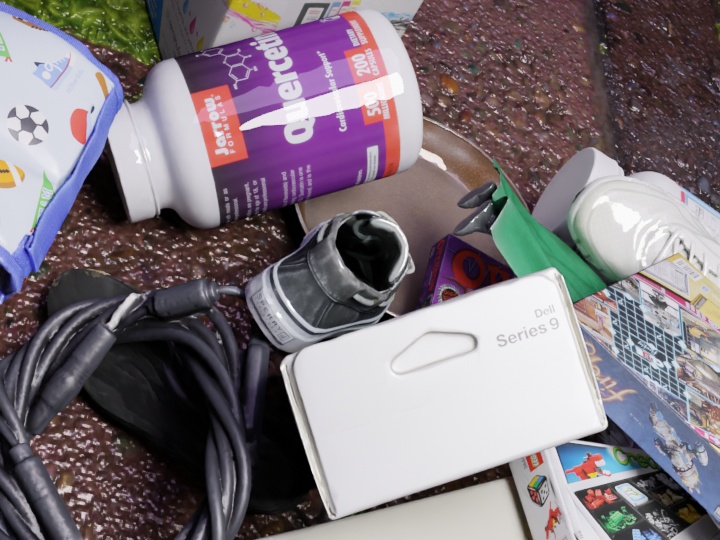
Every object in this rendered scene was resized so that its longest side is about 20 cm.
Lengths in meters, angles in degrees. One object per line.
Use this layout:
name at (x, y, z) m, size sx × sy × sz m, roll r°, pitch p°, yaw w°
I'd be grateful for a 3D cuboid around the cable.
cable at (-0.130, 0.095, 0.670) m, size 0.162 × 0.051 × 0.201 m, roll -1°, pitch 61°, yaw 10°

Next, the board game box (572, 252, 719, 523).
board game box at (0.215, 0.081, 0.725) m, size 0.135 × 0.035 × 0.200 m, roll -19°, pitch 55°, yaw -44°

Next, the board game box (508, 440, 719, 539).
board game box at (0.183, 0.166, 0.725) m, size 0.199 × 0.035 × 0.127 m, roll 13°, pitch 48°, yaw -35°

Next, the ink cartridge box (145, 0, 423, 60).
ink cartridge box at (-0.051, -0.224, 0.903) m, size 0.144 × 0.200 × 0.148 m, roll -1°, pitch 55°, yaw -29°

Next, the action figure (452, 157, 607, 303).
action figure at (0.137, 0.028, 0.833) m, size 0.200 × 0.055 × 0.118 m, roll 49°, pitch 26°, yaw -15°

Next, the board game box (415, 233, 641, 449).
board game box at (0.123, 0.072, 0.863) m, size 0.199 × 0.032 × 0.121 m, roll 28°, pitch 51°, yaw -17°

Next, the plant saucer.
plant saucer at (0.038, -0.034, 0.922) m, size 0.199 × 0.032 × 0.201 m, roll 15°, pitch 50°, yaw -19°

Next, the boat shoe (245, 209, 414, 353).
boat shoe at (0.000, 0.000, 0.760) m, size 0.072 × 0.071 × 0.200 m, roll 59°, pitch 19°, yaw -4°

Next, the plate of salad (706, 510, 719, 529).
plate of salad at (0.274, 0.141, 0.756) m, size 0.199 × 0.048 × 0.201 m, roll 16°, pitch 38°, yaw -13°

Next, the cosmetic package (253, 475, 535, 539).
cosmetic package at (0.019, 0.186, 0.694) m, size 0.199 × 0.104 × 0.088 m, roll -7°, pitch 60°, yaw -31°

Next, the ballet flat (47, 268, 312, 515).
ballet flat at (-0.111, 0.074, 0.754) m, size 0.200 × 0.057 × 0.067 m, roll 42°, pitch 86°, yaw 9°

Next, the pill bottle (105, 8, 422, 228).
pill bottle at (-0.066, -0.096, 0.832) m, size 0.198 × 0.113 × 0.113 m, roll -17°, pitch 63°, yaw -12°

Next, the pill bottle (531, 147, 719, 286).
pill bottle at (0.226, -0.002, 0.935) m, size 0.199 × 0.109 × 0.109 m, roll 33°, pitch 46°, yaw -11°

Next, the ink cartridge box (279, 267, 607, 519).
ink cartridge box at (0.035, 0.066, 0.692) m, size 0.144 × 0.200 × 0.088 m, roll -18°, pitch 84°, yaw -5°

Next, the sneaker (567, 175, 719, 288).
sneaker at (0.227, 0.006, 0.841) m, size 0.199 × 0.075 × 0.081 m, roll 35°, pitch 3°, yaw -10°

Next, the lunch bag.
lunch bag at (-0.254, -0.074, 0.724) m, size 0.198 × 0.124 × 0.171 m, roll 16°, pitch 49°, yaw 1°
